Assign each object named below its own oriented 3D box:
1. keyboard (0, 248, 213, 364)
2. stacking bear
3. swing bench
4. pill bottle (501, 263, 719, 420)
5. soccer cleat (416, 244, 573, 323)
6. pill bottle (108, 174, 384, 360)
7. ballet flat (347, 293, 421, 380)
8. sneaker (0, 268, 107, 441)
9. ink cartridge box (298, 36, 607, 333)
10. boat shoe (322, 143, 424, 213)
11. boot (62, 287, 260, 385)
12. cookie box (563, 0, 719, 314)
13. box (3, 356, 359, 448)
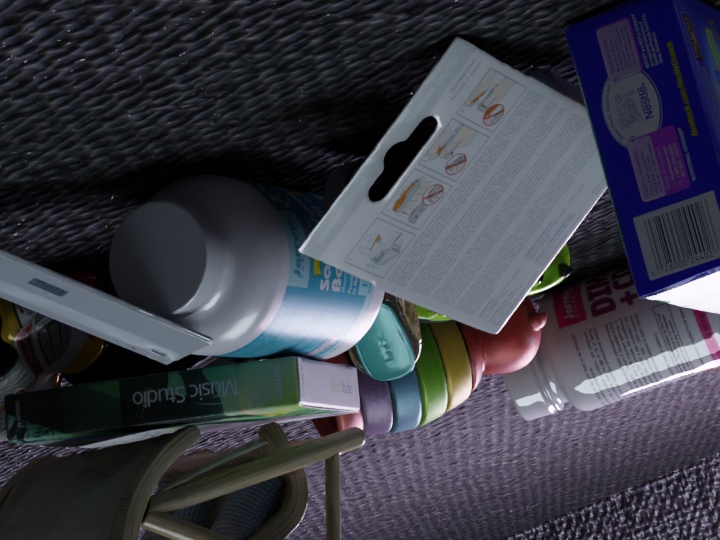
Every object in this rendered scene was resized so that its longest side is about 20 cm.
[{"bbox_3d":[-0.183,0.010,1.396,0.200,0.011,0.056,23,151,-21],"label":"keyboard"},{"bbox_3d":[0.054,0.066,1.978,0.200,0.114,0.121,-18,168,-15],"label":"stacking bear"},{"bbox_3d":[-0.131,0.173,1.619,0.200,0.130,0.199,6,168,-37],"label":"swing bench"},{"bbox_3d":[0.226,0.058,2.137,0.200,0.114,0.113,-20,167,12],"label":"pill bottle"},{"bbox_3d":[0.071,0.004,1.827,0.200,0.068,0.081,-8,177,-36],"label":"soccer cleat"},{"bbox_3d":[-0.073,0.000,1.497,0.111,0.111,0.200,-23,167,24],"label":"pill bottle"},{"bbox_3d":[0.000,0.000,1.676,0.071,0.071,0.200,-17,142,1],"label":"ballet flat"},{"bbox_3d":[-0.244,0.057,1.632,0.082,0.078,0.200,-4,153,-32],"label":"sneaker"},{"bbox_3d":[0.061,-0.056,1.455,0.200,0.047,0.160,23,109,-47],"label":"ink cartridge box"},{"bbox_3d":[0.053,-0.048,1.545,0.068,0.074,0.199,-27,166,33],"label":"boat shoe"},{"bbox_3d":[-0.124,0.055,1.746,0.200,0.077,0.168,-21,165,-12],"label":"boot"},{"bbox_3d":[0.209,-0.066,1.452,0.075,0.171,0.200,-19,167,23],"label":"cookie box"},{"bbox_3d":[-0.114,0.088,1.580,0.200,0.036,0.144,-10,173,15],"label":"box"}]
